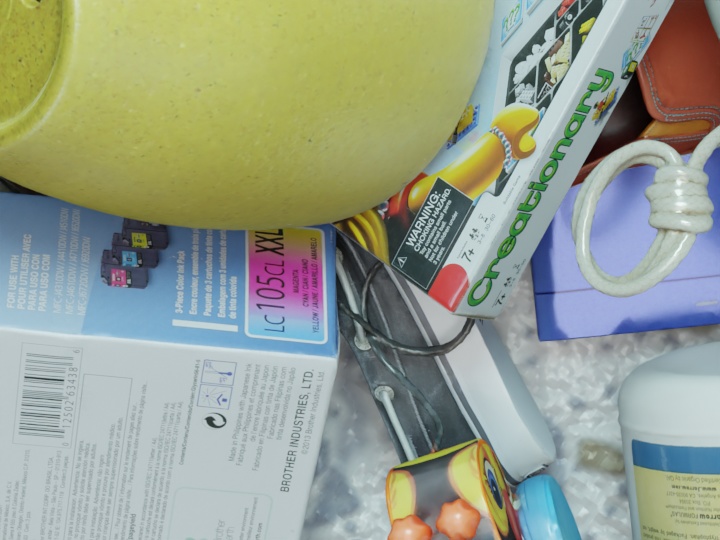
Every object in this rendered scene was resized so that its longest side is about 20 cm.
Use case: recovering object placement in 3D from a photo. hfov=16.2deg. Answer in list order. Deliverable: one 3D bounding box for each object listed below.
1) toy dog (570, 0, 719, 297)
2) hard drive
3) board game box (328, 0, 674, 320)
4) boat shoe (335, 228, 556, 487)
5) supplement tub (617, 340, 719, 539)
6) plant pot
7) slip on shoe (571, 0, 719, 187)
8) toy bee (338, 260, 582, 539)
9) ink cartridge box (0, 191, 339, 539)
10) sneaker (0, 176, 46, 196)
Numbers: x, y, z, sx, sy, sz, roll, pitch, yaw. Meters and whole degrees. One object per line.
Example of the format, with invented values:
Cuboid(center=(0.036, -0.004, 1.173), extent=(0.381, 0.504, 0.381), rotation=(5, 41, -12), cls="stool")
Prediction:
Cuboid(center=(0.156, -0.074, 0.865), extent=(0.132, 0.096, 0.200), rotation=(5, 86, 40), cls="toy dog")
Cuboid(center=(0.124, -0.079, 0.972), extent=(0.132, 0.025, 0.200), rotation=(-6, 95, 3), cls="hard drive")
Cuboid(center=(0.042, -0.101, 0.869), extent=(0.126, 0.035, 0.200), rotation=(36, 106, 31), cls="board game box")
Cuboid(center=(0.000, 0.000, 0.965), extent=(0.068, 0.072, 0.200), rotation=(-28, 96, 9), cls="boat shoe")
Cuboid(center=(0.175, 0.127, 0.928), extent=(0.144, 0.145, 0.200), rotation=(-7, 95, 3), cls="supplement tub")
Cuboid(center=(-0.078, -0.098, 0.816), extent=(0.200, 0.142, 0.200), rotation=(13, 110, 37), cls="plant pot")
Cuboid(center=(0.109, -0.075, 0.928), extent=(0.200, 0.061, 0.074), rotation=(-22, 92, -1), cls="slip on shoe")
Cuboid(center=(0.033, 0.105, 0.881), extent=(0.131, 0.109, 0.200), rotation=(-41, 89, 12), cls="toy bee")
Cuboid(center=(-0.115, 0.045, 0.916), extent=(0.200, 0.076, 0.137), rotation=(5, 131, -9), cls="ink cartridge box")
Cuboid(center=(-0.146, -0.013, 0.959), extent=(0.200, 0.082, 0.077), rotation=(37, 95, -2), cls="sneaker")
